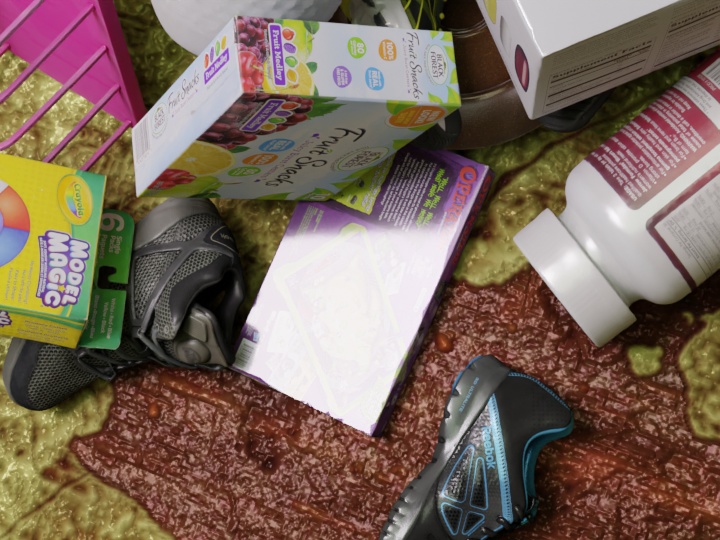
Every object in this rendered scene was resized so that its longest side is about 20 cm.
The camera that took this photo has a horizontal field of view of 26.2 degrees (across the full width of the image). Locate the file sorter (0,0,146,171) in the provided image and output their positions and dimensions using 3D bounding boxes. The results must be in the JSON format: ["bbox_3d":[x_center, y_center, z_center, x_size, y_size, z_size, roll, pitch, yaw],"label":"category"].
[{"bbox_3d":[-0.253,-0.149,1.063,0.138,0.200,0.126,32,68,18],"label":"file sorter"}]

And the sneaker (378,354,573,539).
[{"bbox_3d":[0.068,0.158,1.005,0.081,0.073,0.201,25,89,16],"label":"sneaker"}]

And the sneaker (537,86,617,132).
[{"bbox_3d":[0.188,-0.167,1.014,0.074,0.088,0.201,24,83,49],"label":"sneaker"}]

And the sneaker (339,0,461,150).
[{"bbox_3d":[0.032,-0.179,1.020,0.084,0.074,0.201,-19,83,-23],"label":"sneaker"}]

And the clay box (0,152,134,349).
[{"bbox_3d":[-0.246,-0.020,1.012,0.198,0.048,0.116,11,58,-15],"label":"clay box"}]

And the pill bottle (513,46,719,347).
[{"bbox_3d":[0.201,-0.049,0.982,0.200,0.110,0.110,-39,73,6],"label":"pill bottle"}]

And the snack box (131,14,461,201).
[{"bbox_3d":[-0.046,-0.095,0.964,0.141,0.200,0.053,-1,77,-26],"label":"snack box"}]

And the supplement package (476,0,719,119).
[{"bbox_3d":[0.134,-0.221,0.919,0.155,0.111,0.201,-22,77,-3],"label":"supplement package"}]

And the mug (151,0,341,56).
[{"bbox_3d":[-0.068,-0.236,0.943,0.146,0.176,0.201,1,41,-22],"label":"mug"}]

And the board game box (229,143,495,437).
[{"bbox_3d":[0.000,0.000,1.074,0.119,0.032,0.201,24,89,22],"label":"board game box"}]

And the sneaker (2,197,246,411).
[{"bbox_3d":[-0.161,0.045,1.076,0.199,0.076,0.114,-38,51,3],"label":"sneaker"}]

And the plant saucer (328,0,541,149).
[{"bbox_3d":[0.071,-0.183,1.069,0.198,0.032,0.202,-4,73,12],"label":"plant saucer"}]
